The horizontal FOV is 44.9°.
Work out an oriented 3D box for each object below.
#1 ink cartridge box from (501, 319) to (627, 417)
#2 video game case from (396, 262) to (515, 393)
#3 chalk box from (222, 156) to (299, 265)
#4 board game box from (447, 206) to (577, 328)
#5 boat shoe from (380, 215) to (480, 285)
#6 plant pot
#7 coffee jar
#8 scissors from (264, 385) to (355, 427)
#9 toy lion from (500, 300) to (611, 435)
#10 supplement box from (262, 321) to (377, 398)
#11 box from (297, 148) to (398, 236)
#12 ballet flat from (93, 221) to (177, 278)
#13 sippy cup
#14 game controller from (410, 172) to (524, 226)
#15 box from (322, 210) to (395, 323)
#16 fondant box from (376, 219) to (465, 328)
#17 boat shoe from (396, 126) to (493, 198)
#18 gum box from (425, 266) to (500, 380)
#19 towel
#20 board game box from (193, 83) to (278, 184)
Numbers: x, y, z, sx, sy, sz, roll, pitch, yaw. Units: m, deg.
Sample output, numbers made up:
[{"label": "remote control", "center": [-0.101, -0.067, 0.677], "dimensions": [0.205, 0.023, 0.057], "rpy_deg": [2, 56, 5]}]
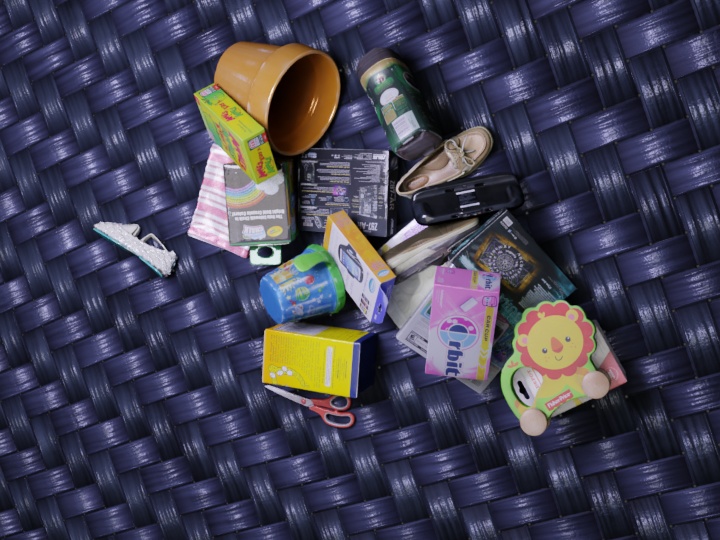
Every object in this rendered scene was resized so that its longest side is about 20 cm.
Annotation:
[{"label": "ink cartridge box", "center": [0.361, 0.187, 1.567], "dimensions": [0.199, 0.067, 0.117], "rpy_deg": [-30, 87, 17]}, {"label": "video game case", "center": [0.197, 0.107, 1.609], "dimensions": [0.199, 0.024, 0.182], "rpy_deg": [34, 107, -9]}, {"label": "chalk box", "center": [-0.188, -0.112, 1.684], "dimensions": [0.124, 0.124, 0.202], "rpy_deg": [-2, 101, 5]}, {"label": "board game box", "center": [0.269, 0.003, 1.539], "dimensions": [0.135, 0.028, 0.200], "rpy_deg": [-41, 106, 13]}, {"label": "boat shoe", "center": [0.130, -0.038, 1.570], "dimensions": [0.200, 0.072, 0.066], "rpy_deg": [-27, 113, 12]}, {"label": "plant pot", "center": [-0.170, -0.343, 1.639], "dimensions": [0.183, 0.200, 0.201], "rpy_deg": [30, 106, 29]}, {"label": "coffee jar", "center": [0.068, -0.303, 1.574], "dimensions": [0.085, 0.104, 0.201], "rpy_deg": [-32, 68, 23]}, {"label": "scissors", "center": [-0.105, 0.276, 1.775], "dimensions": [0.198, 0.014, 0.074], "rpy_deg": [3, 100, 17]}, {"label": "toy lion", "center": [0.328, 0.158, 1.512], "dimensions": [0.199, 0.069, 0.192], "rpy_deg": [-35, 77, 16]}, {"label": "supplement box", "center": [-0.079, 0.171, 1.703], "dimensions": [0.198, 0.109, 0.110], "rpy_deg": [7, 99, 19]}, {"label": "box", "center": [-0.026, -0.151, 1.661], "dimensions": [0.199, 0.043, 0.162], "rpy_deg": [5, 98, 29]}, {"label": "ballet flat", "center": [-0.469, -0.057, 1.844], "dimensions": [0.199, 0.072, 0.072], "rpy_deg": [33, 106, 11]}, {"label": "sippy cup", "center": [-0.117, 0.035, 1.658], "dimensions": [0.139, 0.130, 0.179], "rpy_deg": [31, 137, 51]}, {"label": "game controller", "center": [0.190, -0.127, 1.557], "dimensions": [0.198, 0.105, 0.042], "rpy_deg": [-11, 136, 3]}, {"label": "box", "center": [0.000, 0.000, 1.596], "dimensions": [0.200, 0.041, 0.119], "rpy_deg": [51, 150, 26]}, {"label": "fondant box", "center": [0.111, -0.009, 1.641], "dimensions": [0.200, 0.058, 0.145], "rpy_deg": [-40, 83, 18]}, {"label": "boat shoe", "center": [0.155, -0.193, 1.599], "dimensions": [0.200, 0.063, 0.074], "rpy_deg": [-36, 84, 20]}, {"label": "gum box", "center": [0.179, 0.100, 1.537], "dimensions": [0.113, 0.066, 0.201], "rpy_deg": [7, 121, 7]}, {"label": "towel", "center": [-0.265, -0.142, 1.771], "dimensions": [0.145, 0.030, 0.201], "rpy_deg": [21, 103, 15]}, {"label": "board game box", "center": [-0.228, -0.251, 1.589], "dimensions": [0.047, 0.102, 0.200], "rpy_deg": [-31, 47, -16]}]
